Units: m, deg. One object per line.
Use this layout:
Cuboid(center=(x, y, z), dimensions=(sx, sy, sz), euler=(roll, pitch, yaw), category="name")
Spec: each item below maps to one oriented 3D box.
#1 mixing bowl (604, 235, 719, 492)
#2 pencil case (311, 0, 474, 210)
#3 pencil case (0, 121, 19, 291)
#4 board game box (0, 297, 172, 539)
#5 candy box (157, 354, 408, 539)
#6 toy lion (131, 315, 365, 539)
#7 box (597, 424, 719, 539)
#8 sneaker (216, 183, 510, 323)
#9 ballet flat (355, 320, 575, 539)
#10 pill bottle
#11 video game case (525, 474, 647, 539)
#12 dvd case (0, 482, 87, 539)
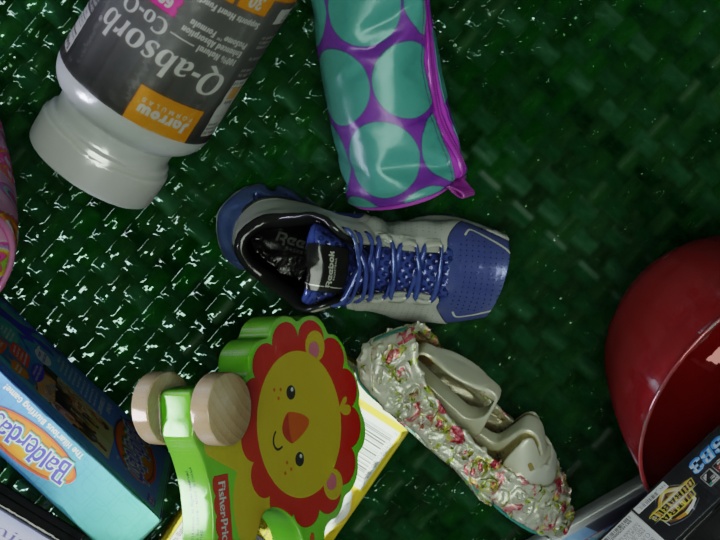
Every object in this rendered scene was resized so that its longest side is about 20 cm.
Cuboid(center=(0.237, 0.052, 1.654), dimensions=(0.200, 0.108, 0.201), euler=(-21, 135, -23), category="mixing bowl")
Cuboid(center=(0.019, -0.144, 1.640), dimensions=(0.092, 0.085, 0.201), euler=(-3, 103, 27), category="pencil case")
Cuboid(center=(-0.265, -0.049, 1.591), dimensions=(0.087, 0.200, 0.088), euler=(-4, 117, -8), category="pencil case")
Cuboid(center=(-0.213, 0.091, 1.645), dimensions=(0.200, 0.152, 0.045), euler=(44, 97, -8), category="board game box")
Cuboid(center=(-0.053, 0.149, 1.725), dimensions=(0.102, 0.026, 0.200), euler=(34, 98, -5), category="candy box")
Cuboid(center=(-0.062, 0.131, 1.620), dimensions=(0.069, 0.191, 0.201), euler=(-2, 92, 35), category="toy lion")
Cuboid(center=(0.251, 0.185, 1.657), dimensions=(0.198, 0.050, 0.200), euler=(-41, 141, -6), category="box")
Cuboid(center=(-0.001, 0.000, 1.652), dimensions=(0.199, 0.115, 0.081), euler=(11, 101, -4), category="sneaker")
Cuboid(center=(0.083, 0.108, 1.685), dimensions=(0.200, 0.076, 0.064), euler=(39, 125, -15), category="ballet flat")
Cuboid(center=(-0.127, -0.147, 1.614), dimensions=(0.116, 0.116, 0.200), euler=(31, 108, -7), category="pill bottle")
Cuboid(center=(0.171, 0.263, 1.757), dimensions=(0.200, 0.023, 0.183), euler=(-30, 101, 5), category="video game case")
Cuboid(center=(-0.274, 0.179, 1.657), dimensions=(0.142, 0.200, 0.018), euler=(33, 55, -7), category="dvd case")
